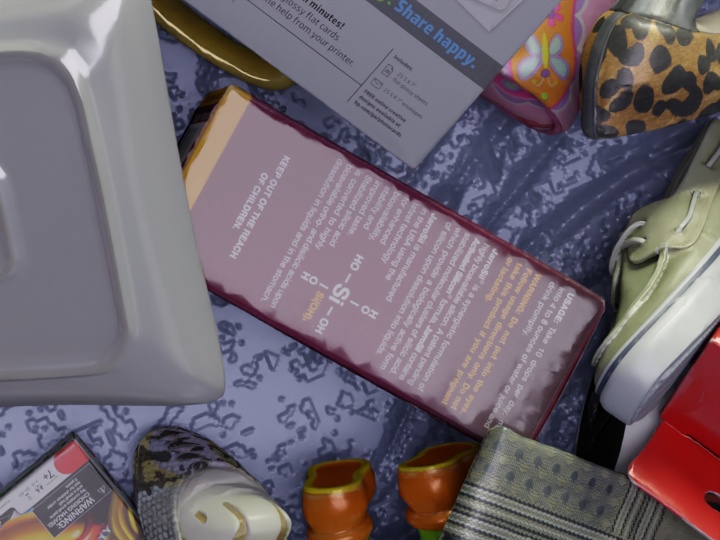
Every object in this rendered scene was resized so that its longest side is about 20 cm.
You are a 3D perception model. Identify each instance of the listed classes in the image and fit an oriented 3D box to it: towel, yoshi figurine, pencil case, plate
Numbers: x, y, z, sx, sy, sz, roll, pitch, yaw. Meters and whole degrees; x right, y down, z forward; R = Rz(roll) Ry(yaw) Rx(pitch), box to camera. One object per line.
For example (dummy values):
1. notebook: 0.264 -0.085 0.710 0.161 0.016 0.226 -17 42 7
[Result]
1. towel: 0.098 0.187 1.007 0.199 0.034 0.194 24 84 -29
2. yoshi figurine: 0.035 0.184 1.050 0.111 0.112 0.202 -14 96 -29
3. pencil case: 0.114 -0.165 1.050 0.087 0.087 0.201 33 87 -9
4. plate: -0.170 -0.025 0.952 0.198 0.032 0.201 -3 111 18

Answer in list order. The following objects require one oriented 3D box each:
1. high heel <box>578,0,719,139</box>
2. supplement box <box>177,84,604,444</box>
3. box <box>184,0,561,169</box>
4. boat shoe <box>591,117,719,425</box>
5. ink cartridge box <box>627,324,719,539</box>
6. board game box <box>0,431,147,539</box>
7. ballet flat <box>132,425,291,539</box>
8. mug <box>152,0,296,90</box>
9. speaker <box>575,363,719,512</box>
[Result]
1. high heel: 0.181 -0.073 1.047 0.200 0.071 0.143 45 72 -33
2. supplement box: 0.000 0.000 1.022 0.199 0.110 0.086 29 89 -9
3. box: 0.026 -0.163 0.915 0.156 0.041 0.200 35 108 -20
4. boat shoe: 0.148 -0.002 1.035 0.062 0.072 0.200 35 43 7
5. ink cartridge box: 0.221 0.049 1.018 0.116 0.067 0.200 35 51 9
6. board game box: -0.173 0.189 1.041 0.200 0.035 0.126 -40 98 -5
7. ballet flat: -0.047 0.145 0.999 0.072 0.072 0.201 -18 62 -8
8. mug: -0.008 -0.184 1.010 0.153 0.186 0.150 33 60 -11
9. speaker: 0.207 0.095 1.075 0.199 0.081 0.082 12 91 -10
